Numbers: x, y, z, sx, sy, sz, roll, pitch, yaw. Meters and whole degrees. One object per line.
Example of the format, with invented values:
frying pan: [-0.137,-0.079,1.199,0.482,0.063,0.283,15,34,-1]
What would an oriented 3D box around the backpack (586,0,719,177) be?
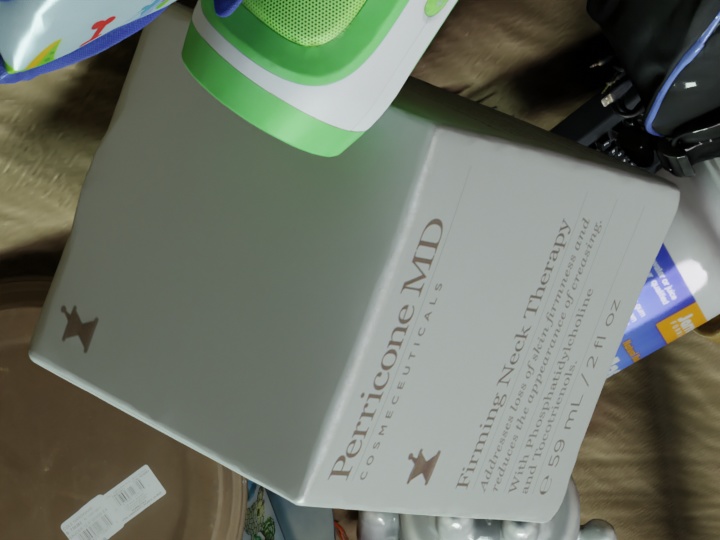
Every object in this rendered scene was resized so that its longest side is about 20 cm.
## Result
backpack: [0.209,-0.150,1.242,0.190,0.154,0.200,-5,155,-26]

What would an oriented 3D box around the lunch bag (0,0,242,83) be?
lunch bag: [-0.055,-0.171,0.963,0.170,0.127,0.200,-45,174,38]

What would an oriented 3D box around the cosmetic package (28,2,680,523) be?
cosmetic package: [-0.001,0.000,1.231,0.200,0.166,0.168,10,103,-54]

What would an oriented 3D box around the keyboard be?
keyboard: [0.151,-0.076,1.401,0.200,0.040,0.104,-38,143,-13]

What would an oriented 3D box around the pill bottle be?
pill bottle: [0.128,-0.006,1.500,0.200,0.112,0.112,-29,157,7]

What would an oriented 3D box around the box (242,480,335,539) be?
box: [-0.080,0.127,1.397,0.136,0.200,0.038,-5,142,0]

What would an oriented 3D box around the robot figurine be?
robot figurine: [0.081,0.171,1.812,0.169,0.113,0.200,11,154,5]

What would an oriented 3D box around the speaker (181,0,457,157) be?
speaker: [0.015,-0.144,1.066,0.088,0.088,0.200,10,118,-55]

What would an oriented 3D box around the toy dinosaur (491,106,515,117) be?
toy dinosaur: [0.000,0.000,1.422,0.102,0.077,0.200,2,141,-26]

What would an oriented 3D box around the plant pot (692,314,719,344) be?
plant pot: [0.283,-0.008,1.609,0.199,0.187,0.187,-2,148,-22]

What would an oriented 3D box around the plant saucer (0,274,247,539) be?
plant saucer: [-0.148,0.099,1.315,0.200,0.201,0.029,-21,176,-15]

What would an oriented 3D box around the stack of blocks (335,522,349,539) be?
stack of blocks: [-0.041,0.195,1.729,0.058,0.115,0.200,-30,156,6]
